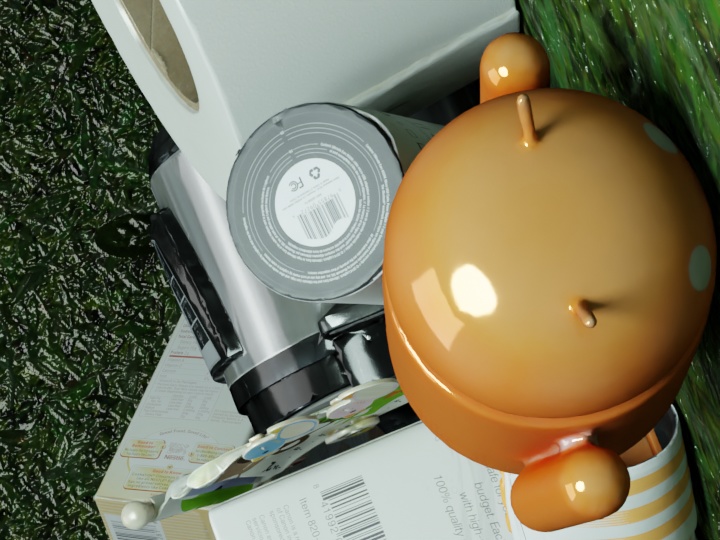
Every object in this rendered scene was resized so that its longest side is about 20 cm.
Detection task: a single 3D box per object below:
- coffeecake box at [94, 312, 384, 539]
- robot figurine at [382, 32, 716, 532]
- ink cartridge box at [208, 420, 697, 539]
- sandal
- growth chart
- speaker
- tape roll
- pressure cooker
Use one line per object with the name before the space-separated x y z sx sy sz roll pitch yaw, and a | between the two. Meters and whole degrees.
coffeecake box | -0.058 0.101 1.519 0.154 0.073 0.200 74 -152 -42
robot figurine | 0.065 0.008 0.985 0.116 0.144 0.200 27 167 9
ink cartridge box | 0.051 0.144 1.282 0.083 0.199 0.147 69 179 -74
sandal | 0.093 0.064 1.172 0.059 0.079 0.208 -120 13 -67
growth chart | -0.013 0.070 1.245 0.145 0.200 0.018 -11 -103 -57
speaker | 0.020 -0.025 1.195 0.200 0.081 0.082 3 -116 -68
tape roll | -0.040 -0.147 1.233 0.203 0.139 0.203 56 168 18
pressure cooker | 0.002 -0.001 1.392 0.178 0.175 0.201 -31 78 48
